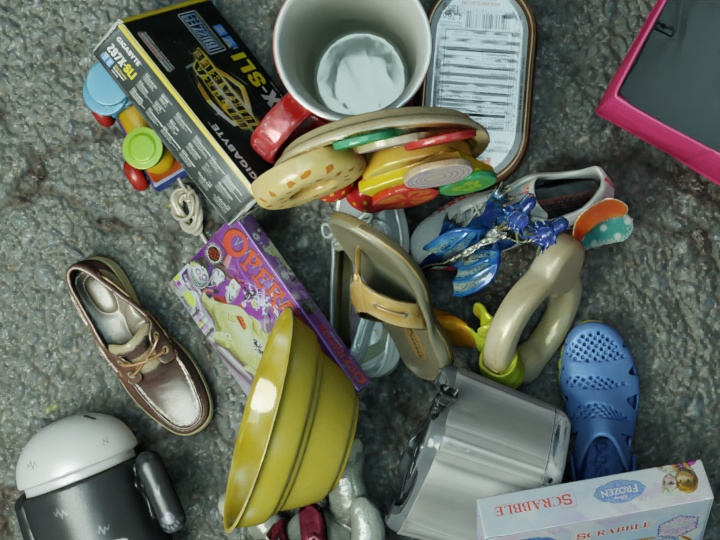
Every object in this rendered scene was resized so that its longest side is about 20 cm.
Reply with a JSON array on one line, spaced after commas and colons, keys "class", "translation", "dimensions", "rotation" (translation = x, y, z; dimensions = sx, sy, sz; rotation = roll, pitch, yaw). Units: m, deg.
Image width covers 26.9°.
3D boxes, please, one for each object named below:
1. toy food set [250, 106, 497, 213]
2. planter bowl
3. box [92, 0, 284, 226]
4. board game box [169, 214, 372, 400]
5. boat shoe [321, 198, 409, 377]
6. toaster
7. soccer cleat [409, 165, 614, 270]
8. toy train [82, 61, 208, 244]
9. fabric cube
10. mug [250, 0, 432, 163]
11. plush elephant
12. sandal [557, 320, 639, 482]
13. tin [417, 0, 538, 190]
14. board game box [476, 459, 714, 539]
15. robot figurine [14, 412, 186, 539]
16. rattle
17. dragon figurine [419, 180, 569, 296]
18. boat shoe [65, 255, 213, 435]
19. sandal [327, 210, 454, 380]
[{"class": "toy food set", "translation": [0.019, -0.089, 1.284], "dimensions": [0.196, 0.199, 0.049], "rotation": [-16, 76, 25]}, {"class": "planter bowl", "translation": [-0.053, 0.140, 1.311], "dimensions": [0.083, 0.200, 0.203], "rotation": [17, 92, -10]}, {"class": "box", "translation": [-0.131, -0.150, 1.378], "dimensions": [0.049, 0.160, 0.201], "rotation": [-39, 87, 28]}, {"class": "board game box", "translation": [-0.087, 0.057, 1.405], "dimensions": [0.120, 0.032, 0.201], "rotation": [-42, 80, 33]}, {"class": "boat shoe", "translation": [-0.001, 0.001, 1.406], "dimensions": [0.074, 0.064, 0.205], "rotation": [7, 99, 46]}, {"class": "toaster", "translation": [0.108, 0.173, 1.359], "dimensions": [0.128, 0.114, 0.201], "rotation": [18, 136, -2]}, {"class": "soccer cleat", "translation": [0.139, -0.053, 1.391], "dimensions": [0.198, 0.085, 0.069], "rotation": [-15, 76, 3]}, {"class": "toy train", "translation": [-0.188, -0.106, 1.406], "dimensions": [0.084, 0.116, 0.201], "rotation": [-29, 88, 5]}, {"class": "fabric cube", "translation": [0.342, -0.182, 1.321], "dimensions": [0.199, 0.199, 0.198], "rotation": [29, 92, 4]}, {"class": "mug", "translation": [-0.023, -0.179, 1.346], "dimensions": [0.176, 0.200, 0.135], "rotation": [-17, 88, 2]}, {"class": "plush elephant", "translation": [-0.056, 0.280, 1.372], "dimensions": [0.163, 0.155, 0.202], "rotation": [-20, 96, 23]}, {"class": "sandal", "translation": [0.224, 0.147, 1.392], "dimensions": [0.078, 0.087, 0.203], "rotation": [-6, 88, 6]}, {"class": "tin", "translation": [0.108, -0.176, 1.421], "dimensions": [0.111, 0.042, 0.203], "rotation": [4, 91, 9]}, {"class": "board game box", "translation": [0.201, 0.250, 1.335], "dimensions": [0.197, 0.201, 0.041], "rotation": [-9, 53, -4]}, {"class": "robot figurine", "translation": [-0.246, 0.234, 1.414], "dimensions": [0.149, 0.125, 0.202], "rotation": [-20, 89, -13]}, {"class": "rattle", "translation": [0.147, -0.003, 1.393], "dimensions": [0.143, 0.129, 0.202], "rotation": [38, 112, 45]}, {"class": "dragon figurine", "translation": [0.096, -0.018, 1.326], "dimensions": [0.199, 0.100, 0.059], "rotation": [-31, 101, 28]}, {"class": "boat shoe", "translation": [-0.215, 0.073, 1.432], "dimensions": [0.072, 0.072, 0.201], "rotation": [-33, 88, 4]}, {"class": "sandal", "translation": [0.024, 0.032, 1.341], "dimensions": [0.054, 0.080, 0.201], "rotation": [-46, 128, -27]}]
